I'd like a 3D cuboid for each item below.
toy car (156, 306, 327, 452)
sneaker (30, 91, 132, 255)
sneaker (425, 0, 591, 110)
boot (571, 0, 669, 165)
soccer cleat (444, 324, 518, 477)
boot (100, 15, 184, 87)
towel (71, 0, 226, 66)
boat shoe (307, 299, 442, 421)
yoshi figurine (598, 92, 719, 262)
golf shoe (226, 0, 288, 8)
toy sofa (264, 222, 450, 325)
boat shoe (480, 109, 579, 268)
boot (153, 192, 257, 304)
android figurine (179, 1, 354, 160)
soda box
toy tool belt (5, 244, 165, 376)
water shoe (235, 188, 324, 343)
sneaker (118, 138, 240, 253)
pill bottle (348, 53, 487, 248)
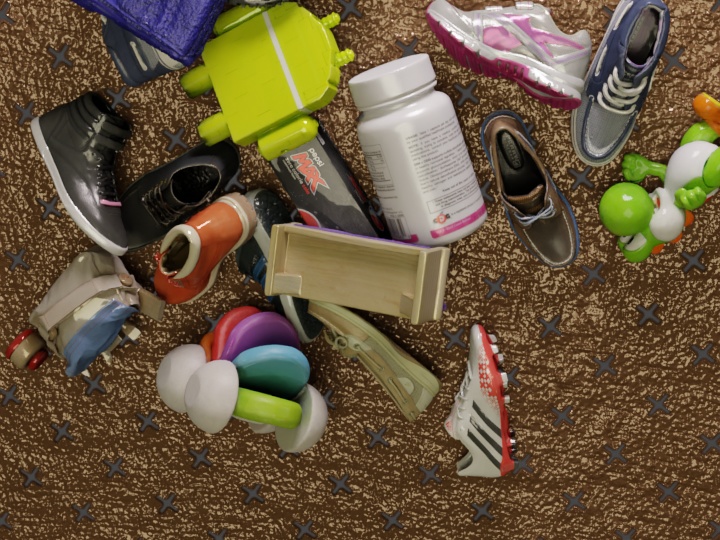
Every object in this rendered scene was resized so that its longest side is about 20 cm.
[{"bbox_3d":[-0.129,0.119,1.474,0.174,0.200,0.151,20,89,-31],"label":"toy car"},{"bbox_3d":[-0.301,-0.120,1.450,0.099,0.071,0.201,-34,76,15],"label":"sneaker"},{"bbox_3d":[0.168,-0.256,1.378,0.199,0.081,0.089,27,85,6],"label":"sneaker"},{"bbox_3d":[0.281,-0.204,1.361,0.072,0.090,0.201,14,109,2],"label":"boot"},{"bbox_3d":[0.140,0.163,1.517,0.085,0.069,0.201,-9,111,5],"label":"soccer cleat"},{"bbox_3d":[-0.268,-0.311,1.414,0.090,0.073,0.201,-18,94,31],"label":"boot"},{"bbox_3d":[-0.238,-0.325,1.334,0.199,0.050,0.148,30,112,1],"label":"towel"},{"bbox_3d":[0.009,0.102,1.494,0.200,0.073,0.063,39,85,-21],"label":"boat shoe"},{"bbox_3d":[0.342,-0.100,1.395,0.112,0.112,0.200,40,111,10],"label":"yoshi figurine"},{"bbox_3d":[-0.065,-0.352,1.362,0.199,0.078,0.095,-17,128,2],"label":"golf shoe"},{"bbox_3d":[0.000,0.000,1.397,0.199,0.097,0.083,10,99,24],"label":"toy sofa"},{"bbox_3d":[0.190,-0.084,1.428,0.072,0.072,0.201,-28,102,14],"label":"boat shoe"},{"bbox_3d":[-0.209,-0.011,1.457,0.075,0.107,0.200,50,135,6],"label":"boot"},{"bbox_3d":[-0.103,-0.222,1.404,0.199,0.041,0.183,-26,79,15],"label":"android figurine"},{"bbox_3d":[-0.029,-0.073,1.462,0.071,0.063,0.201,-29,102,14],"label":"soda box"},{"bbox_3d":[-0.333,0.074,1.515,0.123,0.125,0.200,42,108,2],"label":"toy tool belt"},{"bbox_3d":[-0.103,-0.006,1.501,0.079,0.071,0.201,-5,113,39],"label":"water shoe"},{"bbox_3d":[-0.234,-0.081,1.460,0.200,0.106,0.075,-38,100,16],"label":"sneaker"},{"bbox_3d":[0.062,-0.133,1.406,0.113,0.113,0.201,-16,105,11],"label":"pill bottle"}]
